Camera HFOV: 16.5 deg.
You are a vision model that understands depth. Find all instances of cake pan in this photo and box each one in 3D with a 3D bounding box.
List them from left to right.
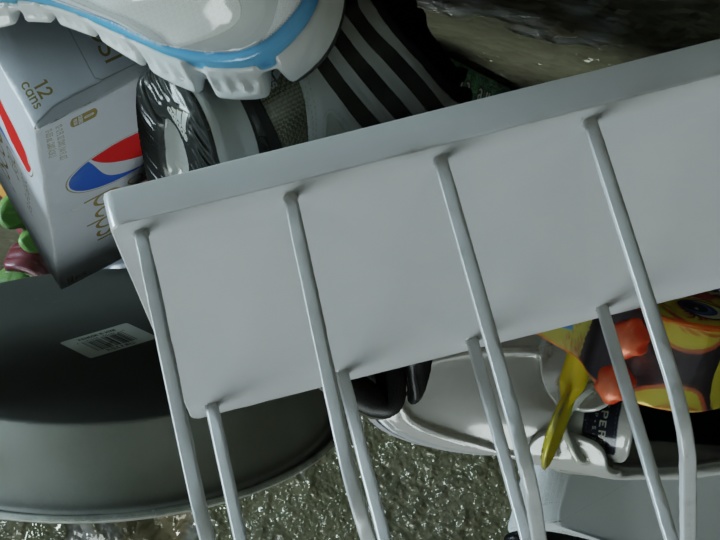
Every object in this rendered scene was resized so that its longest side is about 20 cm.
[{"bbox_3d":[-0.104,0.045,1.009,0.200,0.037,0.200,-1,-160,0],"label":"cake pan"}]

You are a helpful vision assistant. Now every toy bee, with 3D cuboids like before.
[{"bbox_3d":[0.103,0.011,0.905,0.200,0.131,0.109,2,-175,39],"label":"toy bee"}]

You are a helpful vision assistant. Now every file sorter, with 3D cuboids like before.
[{"bbox_3d":[0.040,0.035,0.767,0.200,0.125,0.139,-14,151,0],"label":"file sorter"}]

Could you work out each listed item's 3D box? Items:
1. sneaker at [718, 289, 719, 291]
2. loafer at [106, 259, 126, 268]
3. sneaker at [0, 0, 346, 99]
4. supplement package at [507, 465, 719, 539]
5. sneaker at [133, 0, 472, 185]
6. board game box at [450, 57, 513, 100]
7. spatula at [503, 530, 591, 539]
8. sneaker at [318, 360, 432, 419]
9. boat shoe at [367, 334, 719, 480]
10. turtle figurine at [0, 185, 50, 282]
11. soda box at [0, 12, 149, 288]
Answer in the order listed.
[{"bbox_3d":[0.166,0.000,0.984,0.085,0.077,0.200,21,172,-9],"label":"sneaker"},{"bbox_3d":[-0.032,-0.001,1.169,0.200,0.063,0.072,-12,-178,19],"label":"loafer"},{"bbox_3d":[-0.105,-0.113,0.749,0.200,0.075,0.087,10,158,19],"label":"sneaker"},{"bbox_3d":[0.171,0.073,1.209,0.150,0.152,0.200,16,172,-1],"label":"supplement package"},{"bbox_3d":[-0.016,-0.030,0.859,0.115,0.076,0.201,-26,164,-16],"label":"sneaker"},{"bbox_3d":[0.008,-0.071,0.971,0.105,0.024,0.200,6,168,44],"label":"board game box"},{"bbox_3d":[0.146,0.146,1.124,0.200,0.021,0.056,22,156,-26],"label":"spatula"},{"bbox_3d":[0.000,0.000,0.997,0.076,0.114,0.199,17,175,0],"label":"sneaker"},{"bbox_3d":[0.098,0.057,1.052,0.200,0.072,0.066,8,-163,-16],"label":"boat shoe"},{"bbox_3d":[-0.192,-0.040,1.149,0.200,0.144,0.194,13,170,-15],"label":"turtle figurine"},{"bbox_3d":[-0.100,-0.060,0.891,0.064,0.068,0.200,-28,169,-11],"label":"soda box"}]
